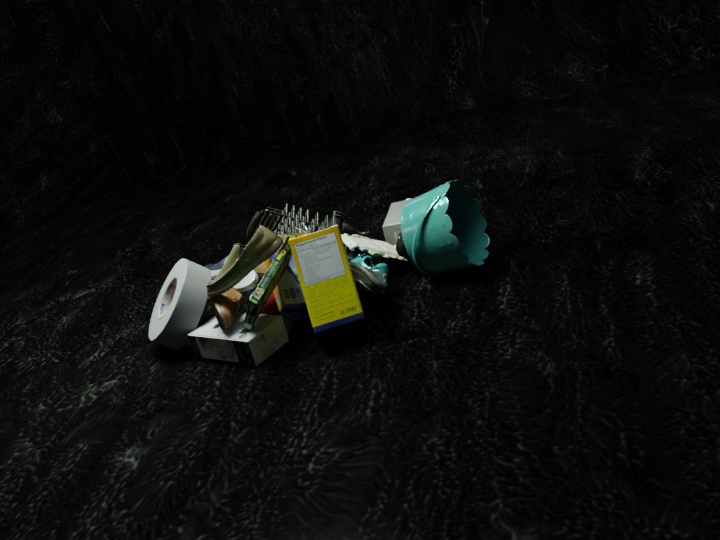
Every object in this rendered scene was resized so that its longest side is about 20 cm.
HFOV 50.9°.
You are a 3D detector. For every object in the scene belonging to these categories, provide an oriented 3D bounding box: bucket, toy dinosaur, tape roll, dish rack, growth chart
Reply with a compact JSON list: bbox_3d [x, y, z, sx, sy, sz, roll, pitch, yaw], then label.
[{"bbox_3d":[0.191,-0.092,1.720,0.133,0.210,0.207,-17,17,32],"label":"bucket"},{"bbox_3d":[-0.075,-0.088,2.046,0.196,0.104,0.077,-12,20,12],"label":"toy dinosaur"},{"bbox_3d":[-0.418,0.077,1.750,0.200,0.065,0.203,-45,32,37],"label":"tape roll"},{"bbox_3d":[-0.147,-0.089,1.668,0.197,0.154,0.055,14,55,-19],"label":"dish rack"},{"bbox_3d":[0.041,-0.055,1.843,0.197,0.018,0.145,12,16,-23],"label":"growth chart"}]

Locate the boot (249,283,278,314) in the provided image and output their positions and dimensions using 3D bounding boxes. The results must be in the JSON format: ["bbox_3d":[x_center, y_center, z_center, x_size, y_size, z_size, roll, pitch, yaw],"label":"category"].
[{"bbox_3d":[-0.169,0.054,1.800,0.142,0.074,0.200,-5,19,22],"label":"boot"}]

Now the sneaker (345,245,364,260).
[{"bbox_3d":[-0.020,-0.041,1.919,0.074,0.081,0.200,-20,19,-12],"label":"sneaker"}]

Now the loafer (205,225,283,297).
[{"bbox_3d":[-0.256,-0.022,1.611,0.199,0.068,0.076,-39,8,-2],"label":"loafer"}]

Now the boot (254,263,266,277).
[{"bbox_3d":[-0.201,-0.018,1.872,0.198,0.067,0.175,-1,26,42],"label":"boot"}]

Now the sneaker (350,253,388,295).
[{"bbox_3d":[0.000,0.000,1.771,0.077,0.081,0.199,16,3,-41],"label":"sneaker"}]

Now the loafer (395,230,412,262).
[{"bbox_3d":[0.118,-0.065,1.827,0.070,0.074,0.199,17,8,19],"label":"loafer"}]

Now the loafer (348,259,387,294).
[{"bbox_3d":[-0.016,0.019,1.680,0.075,0.071,0.199,25,0,-40],"label":"loafer"}]

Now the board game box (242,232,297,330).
[{"bbox_3d":[-0.191,0.022,1.604,0.023,0.105,0.202,27,52,0],"label":"board game box"}]

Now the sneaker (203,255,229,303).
[{"bbox_3d":[-0.397,0.046,1.989,0.144,0.078,0.203,-19,27,17],"label":"sneaker"}]

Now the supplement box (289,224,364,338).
[{"bbox_3d":[-0.068,0.025,1.572,0.107,0.203,0.110,-16,-8,-3],"label":"supplement box"}]

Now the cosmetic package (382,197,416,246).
[{"bbox_3d":[0.127,-0.123,2.014,0.105,0.092,0.200,-10,18,16],"label":"cosmetic package"}]

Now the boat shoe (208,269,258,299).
[{"bbox_3d":[-0.315,0.040,1.825,0.197,0.070,0.072,-7,49,31],"label":"boat shoe"}]

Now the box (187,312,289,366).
[{"bbox_3d":[-0.267,0.145,1.646,0.197,0.061,0.116,1,26,38],"label":"box"}]

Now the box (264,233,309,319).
[{"bbox_3d":[-0.148,0.013,1.724,0.117,0.203,0.042,-6,-29,-32],"label":"box"}]

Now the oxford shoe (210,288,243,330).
[{"bbox_3d":[-0.292,0.072,1.667,0.070,0.073,0.200,-14,19,-8],"label":"oxford shoe"}]
